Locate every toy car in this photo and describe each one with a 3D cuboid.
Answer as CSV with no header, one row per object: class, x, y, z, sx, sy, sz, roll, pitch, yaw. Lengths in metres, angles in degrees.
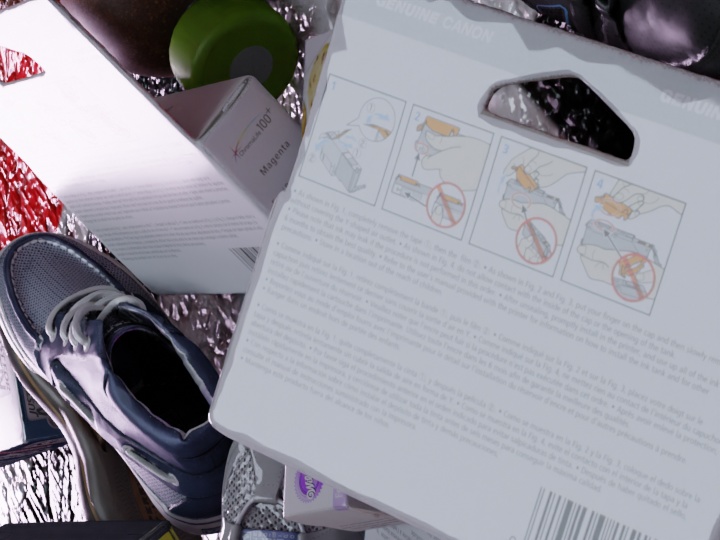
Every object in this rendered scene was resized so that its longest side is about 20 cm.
toy car,-0.143,-0.158,0.940,0.164,0.199,0.159,46,133,45

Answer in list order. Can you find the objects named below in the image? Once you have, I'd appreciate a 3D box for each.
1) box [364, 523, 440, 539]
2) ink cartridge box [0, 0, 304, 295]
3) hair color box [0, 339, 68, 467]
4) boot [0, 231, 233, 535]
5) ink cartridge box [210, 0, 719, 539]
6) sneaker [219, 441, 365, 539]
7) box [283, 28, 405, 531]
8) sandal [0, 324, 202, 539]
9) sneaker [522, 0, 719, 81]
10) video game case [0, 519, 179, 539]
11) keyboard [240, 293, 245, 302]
box,0.037,0.167,0.855,0.082,0.049,0.201,34,124,51
ink cartridge box,-0.098,-0.060,0.932,0.174,0.044,0.200,47,159,-20
hair color box,-0.212,0.061,1.230,0.200,0.060,0.101,-22,78,58
boot,-0.116,0.031,1.007,0.200,0.073,0.091,44,159,28
ink cartridge box,0.057,0.008,0.721,0.199,0.043,0.175,22,98,30
sneaker,-0.034,0.159,0.909,0.074,0.082,0.201,-5,81,23
box,0.000,0.000,0.836,0.041,0.039,0.201,-16,66,48
sandal,-0.125,0.064,1.078,0.055,0.081,0.201,-43,58,33
sneaker,0.067,-0.111,0.719,0.200,0.082,0.074,35,122,49
video game case,-0.100,0.204,1.041,0.200,0.025,0.181,-12,111,58
keyboard,-0.002,0.014,0.926,0.200,0.011,0.057,-10,88,59
